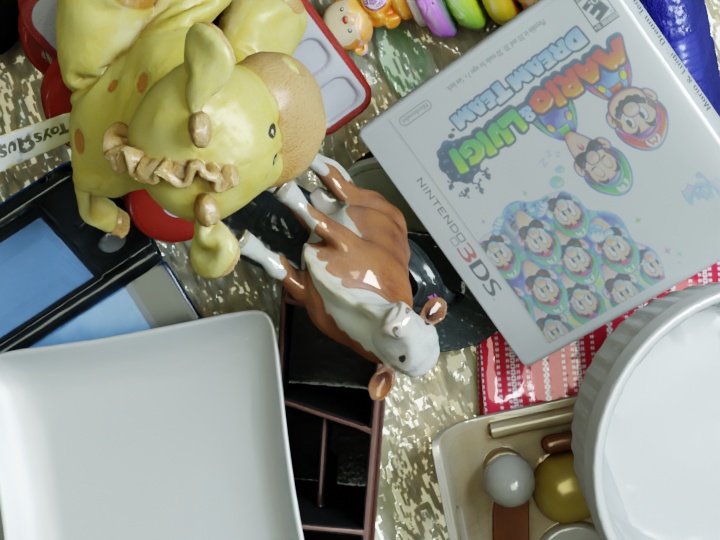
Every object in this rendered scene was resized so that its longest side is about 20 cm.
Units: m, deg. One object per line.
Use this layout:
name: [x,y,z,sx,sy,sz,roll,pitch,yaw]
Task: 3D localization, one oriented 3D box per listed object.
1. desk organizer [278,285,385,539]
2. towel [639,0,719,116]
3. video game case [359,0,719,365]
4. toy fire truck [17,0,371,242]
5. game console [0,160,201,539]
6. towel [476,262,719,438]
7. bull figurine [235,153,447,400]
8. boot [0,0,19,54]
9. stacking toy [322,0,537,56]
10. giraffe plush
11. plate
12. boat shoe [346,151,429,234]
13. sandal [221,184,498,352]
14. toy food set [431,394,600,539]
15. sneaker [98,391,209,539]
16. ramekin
desk organizer: [-0.023,0.114,1.125,0.071,0.077,0.202,5,104,2]
towel: [0.182,-0.152,1.105,0.049,0.148,0.202,-10,106,16]
video game case: [0.120,-0.058,1.079,0.199,0.024,0.183,-32,96,37]
toy fire truck: [-0.104,-0.130,1.110,0.167,0.112,0.200,-35,128,5]
game console: [-0.202,0.057,1.145,0.199,0.171,0.119,-33,60,-1]
towel: [0.173,0.037,1.179,0.197,0.022,0.147,-2,86,2]
bull figurine: [-0.010,-0.006,1.040,0.121,0.200,0.065,42,102,-14]
boot: [-0.158,-0.197,1.171,0.157,0.079,0.212,32,88,3]
stacking toy: [0.064,-0.191,1.164,0.198,0.110,0.117,-21,89,12]
giraffe plush: [-0.088,-0.089,0.976,0.200,0.162,0.173,-40,123,-14]
plate: [-0.125,0.136,1.099,0.197,0.032,0.202,-10,86,19]
boat shoe: [0.086,-0.070,1.162,0.197,0.075,0.067,-6,45,25]
sandal: [-0.001,0.001,1.164,0.198,0.048,0.076,21,103,6]
toy food set: [0.152,0.152,1.140,0.198,0.060,0.145,-12,99,1]
sneaker: [-0.111,0.141,1.152,0.076,0.080,0.203,-6,89,20]
ramekin: [0.216,0.101,1.067,0.198,0.105,0.203,-1,97,-8]
